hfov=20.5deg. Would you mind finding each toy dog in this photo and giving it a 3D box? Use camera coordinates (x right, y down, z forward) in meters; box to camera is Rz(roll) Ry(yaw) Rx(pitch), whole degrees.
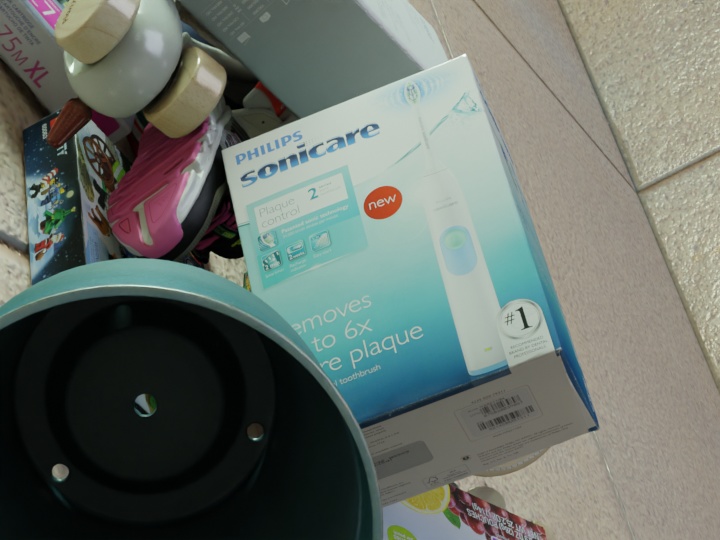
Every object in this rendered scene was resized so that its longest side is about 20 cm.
[{"bbox_3d":[-0.144,-0.130,1.120,0.132,0.096,0.200,48,13,-11],"label":"toy dog"}]

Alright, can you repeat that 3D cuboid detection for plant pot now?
[{"bbox_3d":[-0.098,0.082,0.863,0.201,0.199,0.188,59,2,-14],"label":"plant pot"}]

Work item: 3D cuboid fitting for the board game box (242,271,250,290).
[{"bbox_3d":[0.000,0.000,1.261,0.200,0.104,0.024,156,-64,-69],"label":"board game box"}]

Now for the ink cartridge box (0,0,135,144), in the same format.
[{"bbox_3d":[-0.180,-0.167,1.234,0.119,0.042,0.200,51,18,-26],"label":"ink cartridge box"}]

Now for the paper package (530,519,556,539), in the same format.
[{"bbox_3d":[0.117,0.299,1.340,0.191,0.103,0.200,61,15,-7],"label":"paper package"}]

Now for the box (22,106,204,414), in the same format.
[{"bbox_3d":[-0.130,0.020,1.108,0.137,0.038,0.201,48,22,-44],"label":"box"}]

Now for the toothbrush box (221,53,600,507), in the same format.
[{"bbox_3d":[0.023,0.007,1.031,0.085,0.146,0.201,59,14,-51],"label":"toothbrush box"}]

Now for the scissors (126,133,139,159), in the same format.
[{"bbox_3d":[-0.147,-0.095,1.286,0.201,0.014,0.073,62,19,-4],"label":"scissors"}]

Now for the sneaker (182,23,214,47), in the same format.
[{"bbox_3d":[-0.072,-0.118,1.438,0.200,0.082,0.070,48,22,-47],"label":"sneaker"}]

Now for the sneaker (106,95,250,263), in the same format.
[{"bbox_3d":[-0.086,-0.040,1.135,0.088,0.074,0.200,52,13,-16],"label":"sneaker"}]

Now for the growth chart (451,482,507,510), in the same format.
[{"bbox_3d":[0.041,0.205,1.211,0.018,0.144,0.201,117,-37,-54],"label":"growth chart"}]

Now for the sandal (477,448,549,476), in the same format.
[{"bbox_3d":[0.070,0.084,1.212,0.211,0.069,0.078,17,81,-39],"label":"sandal"}]

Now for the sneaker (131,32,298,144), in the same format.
[{"bbox_3d":[-0.049,-0.083,1.250,0.199,0.093,0.071,27,56,-3],"label":"sneaker"}]

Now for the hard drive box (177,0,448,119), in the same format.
[{"bbox_3d":[-0.032,-0.158,1.184,0.200,0.077,0.156,43,14,-25],"label":"hard drive box"}]

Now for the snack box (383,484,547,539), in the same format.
[{"bbox_3d":[0.029,0.189,1.065,0.199,0.068,0.169,28,35,-34],"label":"snack box"}]
